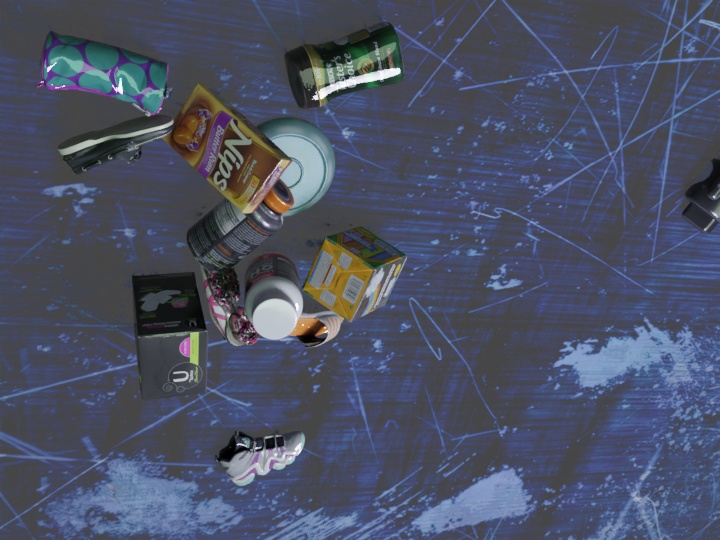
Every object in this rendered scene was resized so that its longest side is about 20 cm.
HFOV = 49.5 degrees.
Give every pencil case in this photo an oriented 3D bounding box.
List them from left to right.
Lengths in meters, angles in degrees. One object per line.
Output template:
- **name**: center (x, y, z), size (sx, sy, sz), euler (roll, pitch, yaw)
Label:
- **pencil case**: center (-0.405, -0.311, 1.244), size (0.198, 0.085, 0.094), euler (11, 89, -24)

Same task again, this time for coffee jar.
- **coffee jar**: center (-0.029, -0.353, 1.352), size (0.198, 0.086, 0.105), euler (-19, 125, -7)

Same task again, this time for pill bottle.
- **pill bottle**: center (-0.213, -0.089, 1.416), size (0.199, 0.107, 0.106), euler (-36, 127, 21)
- **pill bottle**: center (-0.165, 0.049, 1.477), size (0.109, 0.200, 0.112), euler (-3, 113, -7)

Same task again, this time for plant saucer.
- **plant saucer**: center (-0.140, -0.185, 1.456), size (0.198, 0.027, 0.202), euler (-10, 124, -14)

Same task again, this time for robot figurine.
- **robot figurine**: center (0.806, -0.181, 1.737), size (0.124, 0.151, 0.201), euler (30, 109, -14)

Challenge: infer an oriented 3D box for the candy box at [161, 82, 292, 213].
- **candy box**: center (-0.226, -0.206, 1.322), size (0.200, 0.056, 0.117), euler (41, 105, 7)

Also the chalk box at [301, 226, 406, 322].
- **chalk box**: center (0.000, 0.000, 1.540), size (0.200, 0.123, 0.126), euler (-22, 140, -63)

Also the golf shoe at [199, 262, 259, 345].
- **golf shoe**: center (-0.275, 0.061, 1.531), size (0.073, 0.091, 0.202), euler (-39, 115, -46)

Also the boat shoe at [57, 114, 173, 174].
- **boat shoe**: center (-0.402, -0.207, 1.313), size (0.197, 0.075, 0.067), euler (-17, 120, -3)

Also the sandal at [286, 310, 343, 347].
- **sandal**: center (-0.101, 0.127, 1.599), size (0.079, 0.059, 0.206), euler (-44, 156, 26)

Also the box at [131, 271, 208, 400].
- **box**: center (-0.358, 0.118, 1.461), size (0.123, 0.200, 0.150), euler (-4, 122, -17)

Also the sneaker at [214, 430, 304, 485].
- **sneaker**: center (-0.234, 0.395, 1.757), size (0.199, 0.078, 0.140), euler (-31, 127, 1)
